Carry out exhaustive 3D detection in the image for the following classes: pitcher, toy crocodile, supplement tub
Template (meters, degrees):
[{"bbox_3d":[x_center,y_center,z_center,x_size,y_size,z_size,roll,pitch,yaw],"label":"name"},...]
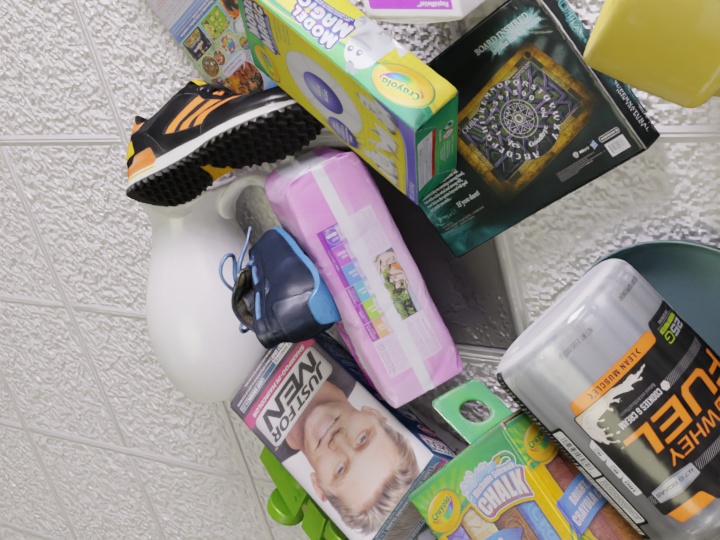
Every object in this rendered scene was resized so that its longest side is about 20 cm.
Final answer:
[{"bbox_3d":[-0.118,0.011,1.058,0.171,0.121,0.201,-1,107,35],"label":"pitcher"},{"bbox_3d":[-0.031,0.222,1.084,0.200,0.061,0.068,49,132,36],"label":"toy crocodile"},{"bbox_3d":[0.198,0.100,0.806,0.200,0.122,0.123,46,138,3],"label":"supplement tub"}]

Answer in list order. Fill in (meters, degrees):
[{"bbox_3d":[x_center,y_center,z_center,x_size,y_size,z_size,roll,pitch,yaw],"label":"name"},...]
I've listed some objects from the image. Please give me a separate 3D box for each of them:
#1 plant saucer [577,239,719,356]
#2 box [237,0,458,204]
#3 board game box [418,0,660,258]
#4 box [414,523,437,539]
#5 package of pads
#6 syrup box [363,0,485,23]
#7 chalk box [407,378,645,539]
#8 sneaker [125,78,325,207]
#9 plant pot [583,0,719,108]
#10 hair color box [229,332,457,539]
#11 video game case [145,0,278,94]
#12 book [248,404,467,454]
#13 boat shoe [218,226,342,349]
[{"bbox_3d":[0.242,0.062,0.852,0.199,0.027,0.201,21,130,27],"label":"plant saucer"},{"bbox_3d":[-0.018,-0.145,0.836,0.200,0.048,0.117,44,167,18],"label":"box"},{"bbox_3d":[0.098,-0.103,0.852,0.136,0.028,0.200,54,138,-5],"label":"board game box"},{"bbox_3d":[0.091,0.299,1.021,0.104,0.185,0.201,2,128,-2],"label":"box"},{"bbox_3d":[0.000,0.000,0.944,0.201,0.075,0.121,62,175,-13],"label":"package of pads"},{"bbox_3d":[0.036,-0.265,0.751,0.081,0.079,0.201,10,125,34],"label":"syrup box"},{"bbox_3d":[0.133,0.165,0.885,0.201,0.124,0.124,55,133,12],"label":"chalk box"},{"bbox_3d":[-0.116,-0.125,0.962,0.199,0.070,0.091,-22,65,30],"label":"sneaker"},{"bbox_3d":[0.237,-0.158,0.591,0.188,0.201,0.201,25,135,2],"label":"plant pot"},{"bbox_3d":[-0.015,0.138,1.003,0.200,0.060,0.100,40,98,38],"label":"hair color box"},{"bbox_3d":[-0.107,-0.216,0.952,0.200,0.018,0.143,53,137,-4],"label":"video game case"},{"bbox_3d":[-0.001,0.161,1.115,0.199,0.048,0.134,35,132,15],"label":"book"},{"bbox_3d":[-0.072,0.011,0.906,0.085,0.068,0.200,62,173,-8],"label":"boat shoe"}]
